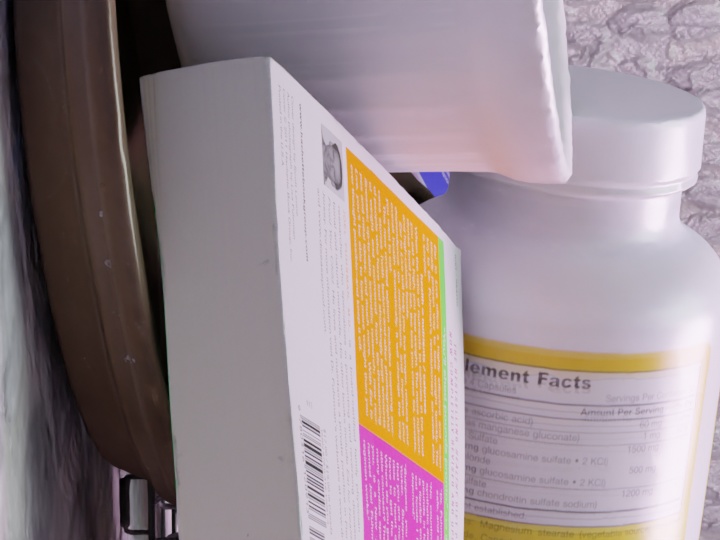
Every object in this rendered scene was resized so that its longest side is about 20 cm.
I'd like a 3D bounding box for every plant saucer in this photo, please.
[{"bbox_3d":[-0.059,-0.035,0.778,0.200,0.029,0.201,-6,90,-86],"label":"plant saucer"}]

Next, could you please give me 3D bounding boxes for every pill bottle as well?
[{"bbox_3d":[0.056,0.041,0.944,0.112,0.112,0.201,-89,-176,-75],"label":"pill bottle"}]

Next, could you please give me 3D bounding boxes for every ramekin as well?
[{"bbox_3d":[0.001,-0.120,0.822,0.200,0.097,0.201,-5,90,-84],"label":"ramekin"}]

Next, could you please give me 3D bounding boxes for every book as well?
[{"bbox_3d":[-0.008,0.038,0.779,0.200,0.048,0.134,49,35,-72],"label":"book"}]

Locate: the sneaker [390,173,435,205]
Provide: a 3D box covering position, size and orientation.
[{"bbox_3d":[0.000,0.000,1.040,0.070,0.075,0.200,-52,156,-13],"label":"sneaker"}]

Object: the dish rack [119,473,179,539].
[{"bbox_3d":[-0.040,0.056,0.924,0.154,0.054,0.200,85,1,-61],"label":"dish rack"}]

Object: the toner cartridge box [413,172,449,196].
[{"bbox_3d":[0.037,0.004,1.322,0.200,0.043,0.095,63,-35,40],"label":"toner cartridge box"}]
